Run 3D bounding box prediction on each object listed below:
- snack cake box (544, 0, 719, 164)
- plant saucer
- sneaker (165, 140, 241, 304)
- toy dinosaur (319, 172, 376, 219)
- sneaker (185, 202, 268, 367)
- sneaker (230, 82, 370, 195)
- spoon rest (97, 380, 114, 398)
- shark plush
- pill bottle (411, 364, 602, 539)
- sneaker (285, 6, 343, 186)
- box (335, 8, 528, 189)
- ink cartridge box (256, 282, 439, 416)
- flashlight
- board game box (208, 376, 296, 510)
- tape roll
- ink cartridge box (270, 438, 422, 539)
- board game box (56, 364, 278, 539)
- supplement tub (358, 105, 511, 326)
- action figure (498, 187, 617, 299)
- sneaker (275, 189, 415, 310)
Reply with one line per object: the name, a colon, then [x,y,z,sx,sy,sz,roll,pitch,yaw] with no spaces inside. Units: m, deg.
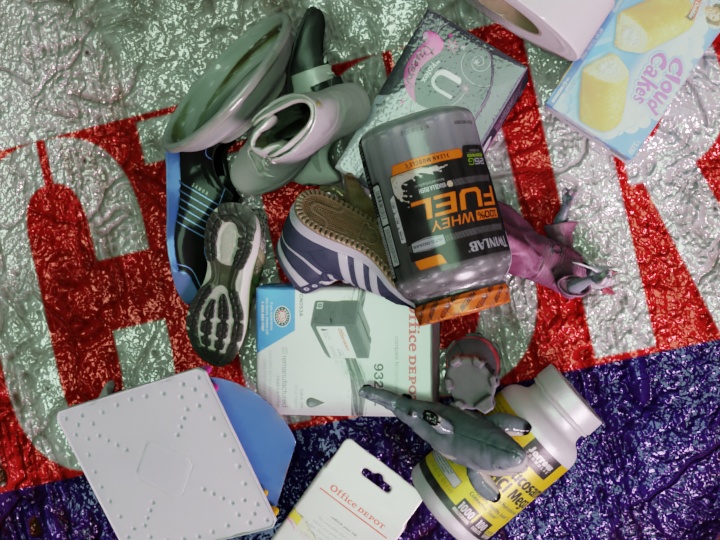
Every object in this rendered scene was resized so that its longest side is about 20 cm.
snack cake box: [0.304,-0.231,1.291,0.115,0.067,0.200,34,95,7]
plant saucer: [-0.135,-0.196,1.306,0.200,0.200,0.050,-45,113,6]
sneaker: [-0.177,-0.062,1.360,0.078,0.070,0.201,-3,91,12]
toy dinosaur: [-0.007,-0.068,1.304,0.101,0.200,0.058,9,59,24]
sneaker: [-0.137,0.015,1.349,0.077,0.089,0.201,22,109,20]
sneaker: [-0.095,-0.137,1.256,0.200,0.115,0.074,-33,82,35]
spoon rest: [-0.228,0.199,1.377,0.199,0.061,0.100,30,95,7]
shark plush: [0.092,0.154,1.228,0.200,0.083,0.091,36,91,27]
pill bottle: [0.162,0.199,1.296,0.200,0.112,0.113,-43,85,7]
sneaker: [-0.041,-0.195,1.340,0.088,0.074,0.201,7,104,6]
box: [0.080,-0.163,1.300,0.132,0.115,0.201,32,95,6]
ink cartridge box: [-0.012,0.088,1.332,0.199,0.084,0.146,0,91,8]
flashlight: [0.117,0.104,1.256,0.067,0.200,0.068,7,91,9]
board game box: [-0.154,0.203,1.334,0.157,0.039,0.201,20,115,7]
tape roll: [0.165,-0.305,1.243,0.202,0.202,0.071,34,95,6]
ink cartridge box: [-0.024,0.296,1.346,0.116,0.067,0.200,36,97,5]
board game box: [-0.214,0.216,1.318,0.199,0.026,0.201,-18,105,22]
supplement tub: [0.078,-0.053,1.179,0.122,0.123,0.201,-16,86,8]
action figure: [0.193,-0.006,1.293,0.199,0.134,0.149,24,130,-17]
sneaker: [0.000,0.000,1.270,0.200,0.109,0.070,33,51,-5]
